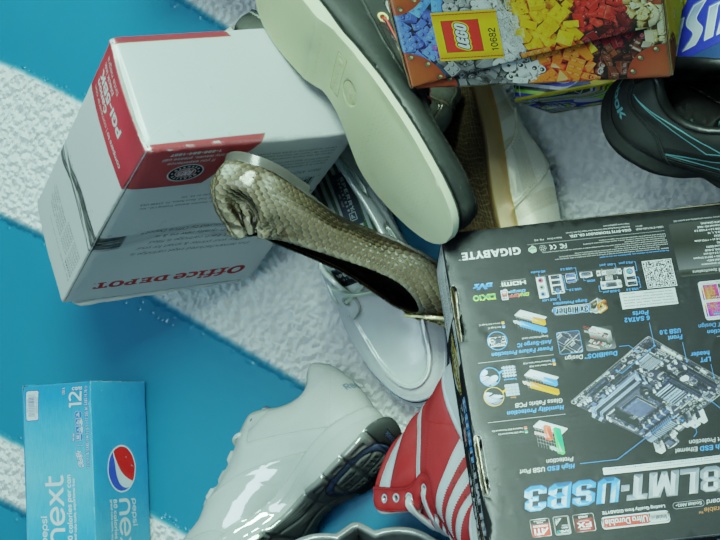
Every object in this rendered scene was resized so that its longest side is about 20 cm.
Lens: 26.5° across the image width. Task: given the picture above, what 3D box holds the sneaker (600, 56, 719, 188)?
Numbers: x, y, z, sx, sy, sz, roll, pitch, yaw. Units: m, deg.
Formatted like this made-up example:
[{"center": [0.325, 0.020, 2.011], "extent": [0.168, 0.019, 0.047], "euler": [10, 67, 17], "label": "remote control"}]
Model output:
[{"center": [0.236, -0.070, 0.864], "extent": [0.199, 0.079, 0.076], "euler": [15, 72, 0], "label": "sneaker"}]

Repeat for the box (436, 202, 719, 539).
[{"center": [0.154, 0.064, 0.870], "extent": [0.199, 0.050, 0.199], "euler": [-6, 66, -4], "label": "box"}]

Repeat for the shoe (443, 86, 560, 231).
[{"center": [0.093, -0.041, 0.987], "extent": [0.070, 0.053, 0.201], "euler": [-33, 64, 56], "label": "shoe"}]

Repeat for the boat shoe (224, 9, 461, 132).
[{"center": [-0.014, -0.134, 1.027], "extent": [0.202, 0.072, 0.060], "euler": [35, 92, 38], "label": "boat shoe"}]

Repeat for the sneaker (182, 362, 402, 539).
[{"center": [-0.061, 0.147, 1.044], "extent": [0.200, 0.074, 0.087], "euler": [-42, 57, 11], "label": "sneaker"}]

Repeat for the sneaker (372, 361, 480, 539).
[{"center": [0.067, 0.155, 0.932], "extent": [0.113, 0.071, 0.200], "euler": [-53, 31, 36], "label": "sneaker"}]

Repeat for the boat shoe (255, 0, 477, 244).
[{"center": [0.014, -0.107, 0.901], "extent": [0.202, 0.063, 0.074], "euler": [57, 150, 19], "label": "boat shoe"}]

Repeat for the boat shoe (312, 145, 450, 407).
[{"center": [0.000, 0.000, 1.017], "extent": [0.073, 0.067, 0.200], "euler": [-33, 72, 21], "label": "boat shoe"}]

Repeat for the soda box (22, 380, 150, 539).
[{"center": [-0.195, 0.181, 1.100], "extent": [0.064, 0.068, 0.201], "euler": [-5, 84, 27], "label": "soda box"}]

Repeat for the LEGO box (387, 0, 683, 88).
[{"center": [0.111, -0.196, 0.881], "extent": [0.149, 0.077, 0.200], "euler": [-1, 43, 18], "label": "LEGO box"}]

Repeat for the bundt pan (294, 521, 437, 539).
[{"center": [0.005, 0.263, 0.950], "extent": [0.201, 0.076, 0.202], "euler": [-4, 53, 5], "label": "bundt pan"}]

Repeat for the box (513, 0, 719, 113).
[{"center": [0.194, -0.146, 0.929], "extent": [0.200, 0.070, 0.064], "euler": [-9, 84, 26], "label": "box"}]

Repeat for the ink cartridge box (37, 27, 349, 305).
[{"center": [-0.112, -0.065, 0.987], "extent": [0.200, 0.146, 0.083], "euler": [-49, 56, 52], "label": "ink cartridge box"}]

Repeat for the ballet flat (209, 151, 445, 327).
[{"center": [-0.009, -0.007, 0.925], "extent": [0.067, 0.200, 0.046], "euler": [-4, 60, 54], "label": "ballet flat"}]
